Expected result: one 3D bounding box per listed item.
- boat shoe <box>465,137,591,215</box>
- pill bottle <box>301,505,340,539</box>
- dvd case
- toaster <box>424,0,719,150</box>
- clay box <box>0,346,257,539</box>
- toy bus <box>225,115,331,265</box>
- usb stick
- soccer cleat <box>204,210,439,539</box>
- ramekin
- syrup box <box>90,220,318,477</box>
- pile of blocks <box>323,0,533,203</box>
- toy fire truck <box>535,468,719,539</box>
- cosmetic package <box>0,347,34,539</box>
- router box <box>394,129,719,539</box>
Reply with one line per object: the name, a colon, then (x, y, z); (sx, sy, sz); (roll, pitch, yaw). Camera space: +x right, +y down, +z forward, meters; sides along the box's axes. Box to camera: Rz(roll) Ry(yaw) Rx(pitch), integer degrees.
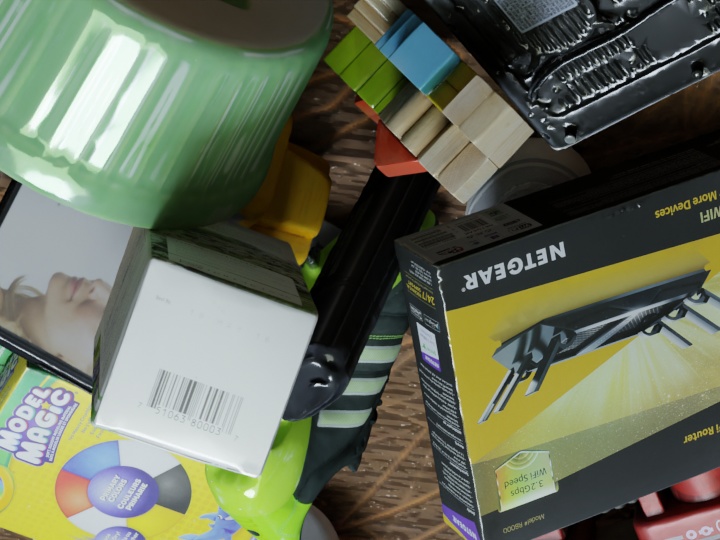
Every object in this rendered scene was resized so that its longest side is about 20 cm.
boat shoe: (0.074, 0.020, 1.379); (0.072, 0.069, 0.201); (18, 133, -7)
pill bottle: (-0.040, 0.242, 1.568); (0.119, 0.120, 0.201); (-10, 130, 17)
dvd case: (-0.098, 0.007, 1.358); (0.199, 0.143, 0.018); (30, 164, -18)
toaster: (0.104, -0.177, 1.160); (0.180, 0.119, 0.200); (-27, 123, 29)
clay box: (-0.137, 0.101, 1.404); (0.199, 0.048, 0.115); (21, 125, -20)
toy bus: (-0.105, -0.067, 1.305); (0.199, 0.065, 0.078); (22, 157, -20)
usb stick: (0.000, 0.000, 1.284); (0.033, 0.200, 0.055); (37, 129, -9)
soccer cleat: (-0.014, 0.052, 1.351); (0.067, 0.200, 0.081); (12, 147, 37)
ramekin: (-0.109, -0.123, 1.197); (0.199, 0.201, 0.098); (26, 123, -15)
syrup box: (-0.075, 0.026, 1.202); (0.078, 0.200, 0.082); (19, 96, -8)
pile of blocks: (0.018, -0.082, 1.203); (0.082, 0.200, 0.062); (43, 94, -18)
toy fire truck: (0.132, 0.113, 1.436); (0.175, 0.129, 0.201); (-17, 111, 19)
cosmetic package: (-0.168, 0.071, 1.463); (0.103, 0.073, 0.201); (-12, 129, 18)
router box: (0.126, 0.033, 1.298); (0.199, 0.052, 0.158); (-19, 113, -19)
